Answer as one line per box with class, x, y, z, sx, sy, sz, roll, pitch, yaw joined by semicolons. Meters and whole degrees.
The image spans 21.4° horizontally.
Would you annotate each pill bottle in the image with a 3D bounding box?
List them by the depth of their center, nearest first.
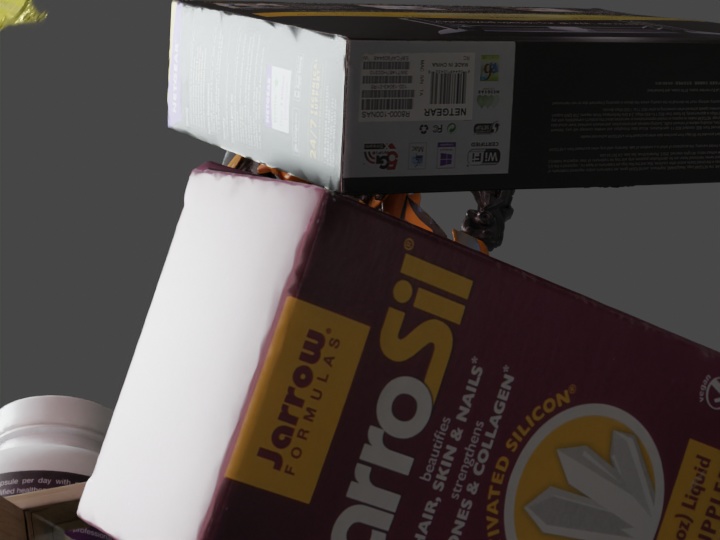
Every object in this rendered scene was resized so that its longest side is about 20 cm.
pill bottle;-0.164;0.171;0.991;0.112;0.112;0.201;-37;41;43

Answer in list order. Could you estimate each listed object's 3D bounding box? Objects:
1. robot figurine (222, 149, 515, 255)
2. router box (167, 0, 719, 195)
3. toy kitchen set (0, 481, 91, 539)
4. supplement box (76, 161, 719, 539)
robot figurine;0.000;0.000;0.828;0.144;0.058;0.201;-9;62;7
router box;0.048;-0.067;0.700;0.157;0.199;0.053;-155;65;-62
toy kitchen set;-0.110;0.182;0.762;0.200;0.162;0.182;73;-175;-74
supplement box;0.025;0.059;0.655;0.103;0.199;0.132;14;84;61
